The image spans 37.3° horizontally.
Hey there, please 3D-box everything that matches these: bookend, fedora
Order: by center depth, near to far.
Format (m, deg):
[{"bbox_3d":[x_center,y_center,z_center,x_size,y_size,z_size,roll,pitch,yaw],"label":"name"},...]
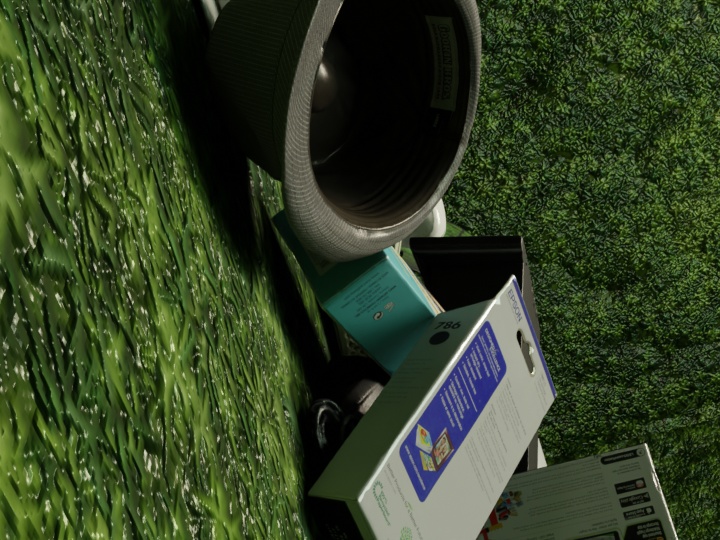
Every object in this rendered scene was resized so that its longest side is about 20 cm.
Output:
[{"bbox_3d":[-0.015,-0.099,0.557,0.199,0.090,0.179,0,106,-60],"label":"fedora"},{"bbox_3d":[0.094,0.105,0.873,0.199,0.091,0.202,62,30,-63],"label":"bookend"}]

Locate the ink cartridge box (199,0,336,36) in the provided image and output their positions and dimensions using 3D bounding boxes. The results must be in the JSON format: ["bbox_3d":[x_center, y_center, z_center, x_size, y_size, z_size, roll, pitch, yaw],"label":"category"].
[{"bbox_3d":[-0.051,-0.172,0.659,0.201,0.067,0.116,-97,173,-53],"label":"ink cartridge box"}]

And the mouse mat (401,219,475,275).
[{"bbox_3d":[0.045,-0.037,1.009,0.008,0.199,0.161,-57,-161,23],"label":"mouse mat"}]

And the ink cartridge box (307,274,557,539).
[{"bbox_3d":[0.050,0.098,0.617,0.200,0.039,0.100,-47,123,-42],"label":"ink cartridge box"}]

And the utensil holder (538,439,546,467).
[{"bbox_3d":[0.134,0.211,1.283,0.170,0.168,0.202,67,9,-66],"label":"utensil holder"}]

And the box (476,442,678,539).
[{"bbox_3d":[0.103,0.189,0.687,0.035,0.198,0.111,68,10,-53],"label":"box"}]

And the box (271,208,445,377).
[{"bbox_3d":[0.022,0.028,0.694,0.200,0.049,0.083,48,8,-51],"label":"box"}]

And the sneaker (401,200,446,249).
[{"bbox_3d":[-0.003,-0.096,0.924,0.201,0.070,0.080,52,18,3],"label":"sneaker"}]

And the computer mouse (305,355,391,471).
[{"bbox_3d":[0.009,0.114,0.680,0.200,0.052,0.140,-87,163,-75],"label":"computer mouse"}]

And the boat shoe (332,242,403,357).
[{"bbox_3d":[0.000,0.000,0.814,0.062,0.074,0.202,-122,-160,-78],"label":"boat shoe"}]
